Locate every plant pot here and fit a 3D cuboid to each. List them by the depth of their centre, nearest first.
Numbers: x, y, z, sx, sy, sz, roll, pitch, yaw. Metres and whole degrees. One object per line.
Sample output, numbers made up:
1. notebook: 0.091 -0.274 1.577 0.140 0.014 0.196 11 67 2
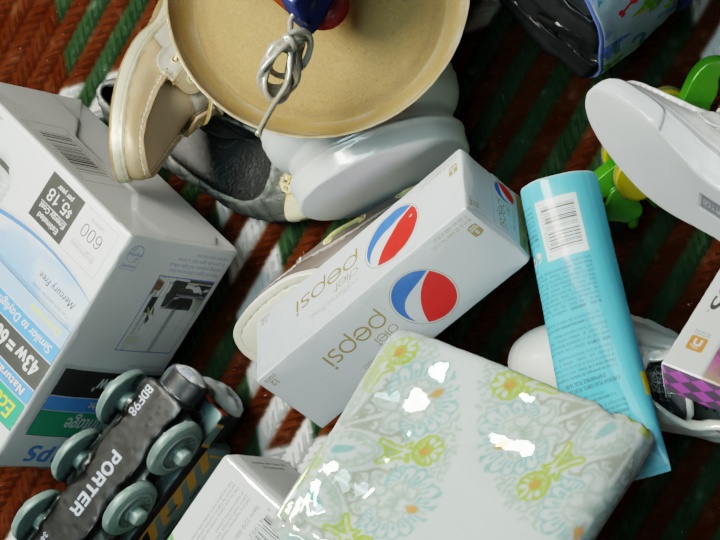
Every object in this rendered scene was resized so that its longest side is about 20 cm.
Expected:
1. plant pot: -0.027 -0.178 1.669 0.199 0.027 0.201 -1 76 5

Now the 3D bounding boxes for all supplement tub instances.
1. supplement tub: -0.016 -0.150 1.747 0.140 0.140 0.201 -26 73 20

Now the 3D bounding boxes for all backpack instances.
1. backpack: 0.140 -0.242 1.664 0.147 0.183 0.200 -34 78 -4

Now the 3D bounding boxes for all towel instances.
1. towel: 0.059 0.136 1.597 0.199 0.048 0.172 22 71 34

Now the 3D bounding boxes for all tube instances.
1. tube: 0.146 0.038 1.630 0.077 0.050 0.201 -25 71 47

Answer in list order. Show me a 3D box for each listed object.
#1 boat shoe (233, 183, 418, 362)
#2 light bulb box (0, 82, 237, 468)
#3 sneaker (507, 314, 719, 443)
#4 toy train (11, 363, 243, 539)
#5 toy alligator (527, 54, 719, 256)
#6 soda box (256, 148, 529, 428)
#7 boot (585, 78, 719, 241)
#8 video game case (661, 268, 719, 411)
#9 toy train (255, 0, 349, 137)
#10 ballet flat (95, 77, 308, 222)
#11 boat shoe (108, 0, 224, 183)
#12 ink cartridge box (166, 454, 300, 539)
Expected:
1. boat shoe: 0.000 0.000 1.766 0.200 0.060 0.072 -31 116 22
2. light bulb box: -0.228 0.005 1.815 0.198 0.125 0.200 42 108 31
3. sneaker: 0.182 0.068 1.662 0.199 0.080 0.077 9 89 27
4. toy train: -0.161 0.151 1.795 0.085 0.114 0.200 40 100 26
5. toy alligator: 0.181 -0.057 1.694 0.054 0.059 0.200 39 104 -18
6. soda box: 0.020 0.014 1.694 0.200 0.064 0.068 -40 29 26
7. boot: 0.242 -0.073 1.615 0.095 0.074 0.200 -39 66 -24
8. video game case: 0.314 0.033 1.582 0.199 0.036 0.182 22 62 26
9. toy train: -0.067 -0.193 1.625 0.115 0.085 0.201 23 78 21
10. ballet flat: -0.107 -0.084 1.827 0.199 0.057 0.067 24 94 25
11. boat shoe: -0.120 -0.138 1.792 0.069 0.074 0.200 7 49 14
12. ink cartridge box: -0.043 0.243 1.744 0.200 0.087 0.146 40 101 25
